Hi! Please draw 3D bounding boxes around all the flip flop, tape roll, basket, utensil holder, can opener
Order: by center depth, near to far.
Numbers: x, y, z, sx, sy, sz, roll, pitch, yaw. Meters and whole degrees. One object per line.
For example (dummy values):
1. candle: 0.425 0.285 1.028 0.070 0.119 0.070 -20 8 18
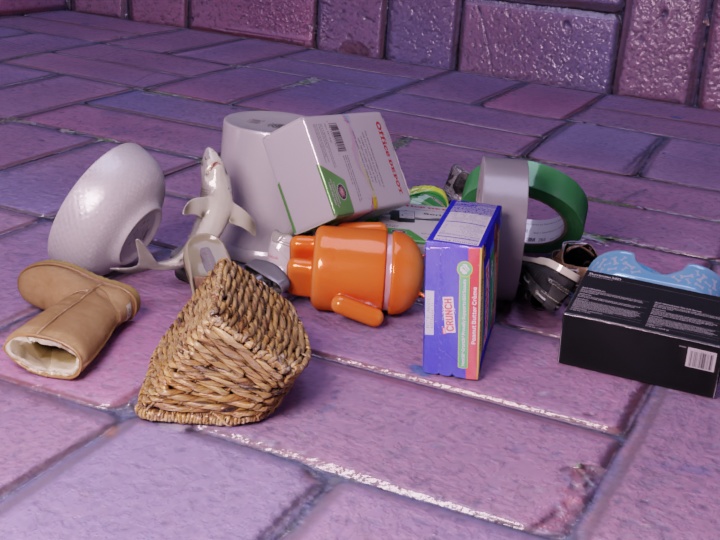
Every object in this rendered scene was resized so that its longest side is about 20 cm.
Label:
1. basket: -0.149 0.105 1.302 0.142 0.149 0.200 35 14 -14
2. flip flop: -0.176 0.019 1.470 0.080 0.058 0.201 -4 49 -25
3. can opener: -0.177 0.006 1.577 0.199 0.054 0.067 22 45 40
4. tape roll: 0.197 -0.060 1.647 0.065 0.203 0.201 6 19 3
5. utensil holder: -0.136 -0.129 1.762 0.167 0.203 0.170 5 19 -2
6. tape roll: 0.257 -0.099 1.812 0.198 0.201 0.049 11 63 15

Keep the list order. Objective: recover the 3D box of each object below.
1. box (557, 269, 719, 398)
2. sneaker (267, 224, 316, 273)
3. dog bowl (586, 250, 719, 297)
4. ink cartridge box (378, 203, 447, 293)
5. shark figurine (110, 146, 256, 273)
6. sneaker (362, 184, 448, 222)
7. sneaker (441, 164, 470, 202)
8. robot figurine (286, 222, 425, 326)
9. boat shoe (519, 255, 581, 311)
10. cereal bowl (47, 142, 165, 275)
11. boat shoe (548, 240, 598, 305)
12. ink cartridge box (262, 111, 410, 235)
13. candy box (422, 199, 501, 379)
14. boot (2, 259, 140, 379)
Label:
1. box: 0.367 0.078 1.470 0.198 0.080 0.141 12 30 20
2. sneaker: -0.055 -0.039 1.676 0.077 0.101 0.199 20 24 37
3. dog bowl: 0.397 0.043 1.558 0.198 0.113 0.050 13 34 20
4. ink cartridge box: 0.094 -0.035 1.728 0.144 0.084 0.200 6 18 2
5. shark figurine: -0.235 -0.049 1.585 0.089 0.128 0.215 -10 39 55
6. sneaker: 0.049 -0.081 1.850 0.197 0.074 0.084 -13 62 -2
7. sneaker: 0.134 -0.121 1.936 0.197 0.115 0.076 0 19 -13
8. robot figurine: 0.000 0.002 1.557 0.197 0.118 0.144 4 13 -1
9. boat shoe: 0.252 0.019 1.637 0.071 0.068 0.200 23 0 -8
10. cereal bowl: -0.334 -0.070 1.580 0.083 0.201 0.200 34 26 10
11. boat shoe: 0.325 -0.005 1.715 0.071 0.073 0.200 1 18 -8
12. ink cartridge box: -0.030 -0.142 1.641 0.083 0.147 0.199 -21 -3 35
13. candy box: 0.130 0.019 1.455 0.076 0.171 0.200 5 19 13
14. boot: -0.374 0.055 1.386 0.173 0.067 0.200 8 21 10
